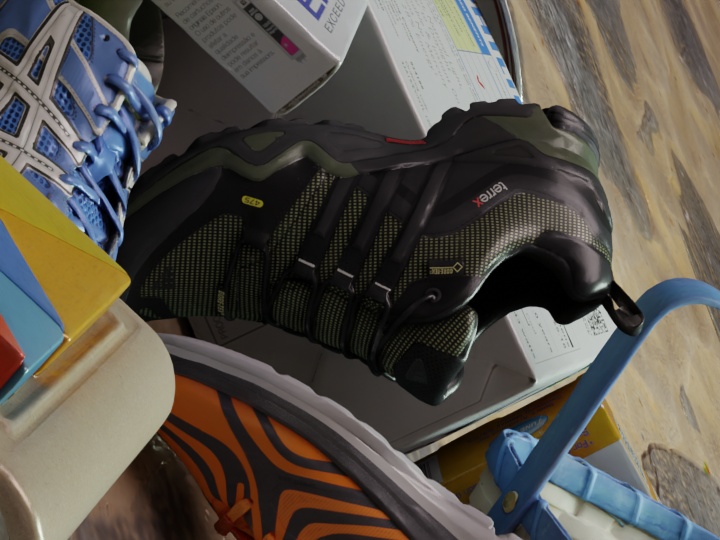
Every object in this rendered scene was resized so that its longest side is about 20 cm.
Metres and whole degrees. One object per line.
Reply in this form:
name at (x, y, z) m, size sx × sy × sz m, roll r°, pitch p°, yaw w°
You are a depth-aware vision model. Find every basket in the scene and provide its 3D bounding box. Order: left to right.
basket at (0.123, 0.114, 1.060) m, size 0.176 × 0.200 × 0.139 m, roll 33°, pitch 17°, yaw -28°

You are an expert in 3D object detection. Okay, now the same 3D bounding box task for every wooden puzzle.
wooden puzzle at (-0.129, -0.020, 0.744) m, size 0.200 × 0.037 × 0.185 m, roll 48°, pitch 12°, yaw -3°

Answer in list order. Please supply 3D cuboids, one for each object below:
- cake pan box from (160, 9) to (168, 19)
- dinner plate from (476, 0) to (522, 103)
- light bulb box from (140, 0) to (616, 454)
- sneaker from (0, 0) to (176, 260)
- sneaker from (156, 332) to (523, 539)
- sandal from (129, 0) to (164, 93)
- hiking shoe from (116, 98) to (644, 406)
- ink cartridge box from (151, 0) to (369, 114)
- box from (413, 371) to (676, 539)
cake pan box at (-0.101, -0.213, 1.140) m, size 0.184 × 0.052 × 0.200 m, roll -81°, pitch 151°, yaw -75°
dinner plate at (0.025, -0.121, 1.297) m, size 0.200 × 0.024 × 0.200 m, roll 43°, pitch -35°, yaw 41°
light bulb box at (0.005, -0.024, 1.135) m, size 0.198 × 0.125 × 0.200 m, roll 66°, pitch 15°, yaw 5°
sneaker at (-0.105, -0.042, 0.893) m, size 0.076 × 0.077 × 0.200 m, roll 50°, pitch 23°, yaw -47°
sneaker at (-0.021, 0.112, 0.949) m, size 0.200 × 0.112 × 0.078 m, roll 34°, pitch -14°, yaw 4°
sandal at (-0.117, -0.147, 1.021) m, size 0.055 × 0.082 × 0.200 m, roll -17°, pitch -97°, yaw 64°
hiking shoe at (0.000, 0.000, 0.966) m, size 0.076 × 0.200 × 0.101 m, roll 89°, pitch -13°, yaw -56°
ink cartridge box at (-0.065, -0.180, 0.973) m, size 0.200 × 0.043 × 0.196 m, roll 44°, pitch 34°, yaw -17°
box at (0.094, 0.157, 1.171) m, size 0.200 × 0.119 × 0.041 m, roll 60°, pitch 6°, yaw -18°
